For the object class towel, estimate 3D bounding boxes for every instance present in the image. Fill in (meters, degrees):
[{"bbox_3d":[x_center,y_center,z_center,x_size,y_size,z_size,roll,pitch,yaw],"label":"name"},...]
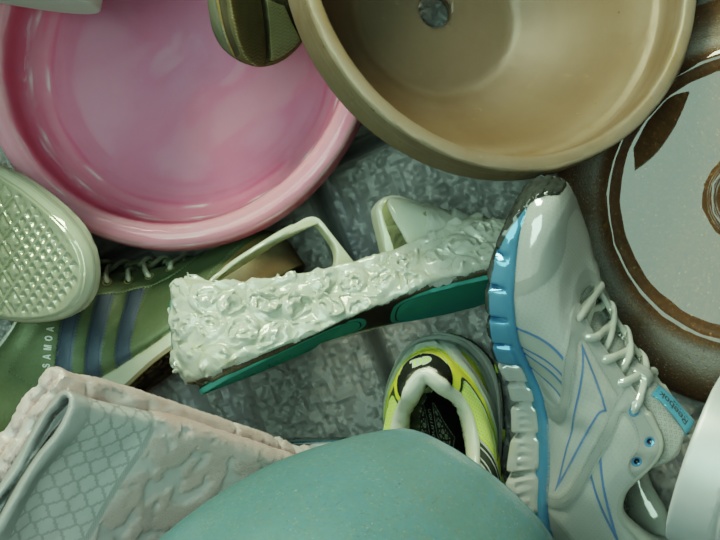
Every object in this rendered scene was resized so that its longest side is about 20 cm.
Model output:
[{"bbox_3d":[-0.125,0.146,1.103,0.032,0.191,0.200,43,102,38],"label":"towel"}]

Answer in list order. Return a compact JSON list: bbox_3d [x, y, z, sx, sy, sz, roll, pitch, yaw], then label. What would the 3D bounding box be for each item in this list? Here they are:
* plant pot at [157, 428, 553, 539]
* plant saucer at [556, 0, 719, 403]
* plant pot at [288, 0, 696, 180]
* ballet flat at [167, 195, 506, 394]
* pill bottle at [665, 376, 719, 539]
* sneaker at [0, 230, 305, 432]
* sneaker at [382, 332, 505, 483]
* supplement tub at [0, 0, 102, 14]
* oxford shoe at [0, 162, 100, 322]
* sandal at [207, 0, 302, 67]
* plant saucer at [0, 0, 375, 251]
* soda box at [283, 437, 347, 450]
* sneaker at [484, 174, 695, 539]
[{"bbox_3d":[0.011,0.150,1.067,0.200,0.200,0.135,35,72,14],"label":"plant pot"},{"bbox_3d":[0.187,-0.034,1.157,0.200,0.037,0.201,0,88,15],"label":"plant saucer"},{"bbox_3d":[0.050,-0.135,1.151,0.200,0.093,0.202,4,78,-19],"label":"plant pot"},{"bbox_3d":[0.000,0.000,1.163,0.199,0.072,0.072,-18,83,-11],"label":"ballet flat"},{"bbox_3d":[0.244,0.117,1.096,0.199,0.112,0.113,20,94,16],"label":"pill bottle"},{"bbox_3d":[-0.131,0.021,1.230,0.200,0.067,0.090,-36,82,14],"label":"sneaker"},{"bbox_3d":[0.038,0.132,1.174,0.075,0.076,0.201,-10,88,14],"label":"sneaker"},{"bbox_3d":[-0.162,-0.230,1.139,0.144,0.145,0.201,10,89,16],"label":"supplement tub"},{"bbox_3d":[-0.186,-0.021,1.217,0.200,0.058,0.076,13,101,47],"label":"oxford shoe"},{"bbox_3d":[-0.061,-0.198,1.159,0.054,0.080,0.201,10,105,45],"label":"sandal"},{"bbox_3d":[-0.088,-0.107,1.220,0.200,0.051,0.201,-2,80,10],"label":"plant saucer"},{"bbox_3d":[-0.025,0.183,1.197,0.068,0.064,0.201,-3,88,16],"label":"soda box"},{"bbox_3d":[0.111,0.048,1.125,0.086,0.075,0.201,6,122,27],"label":"sneaker"}]
